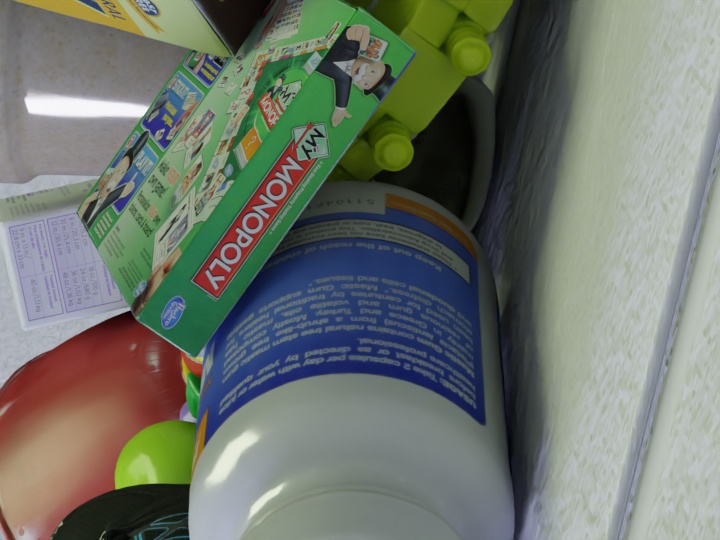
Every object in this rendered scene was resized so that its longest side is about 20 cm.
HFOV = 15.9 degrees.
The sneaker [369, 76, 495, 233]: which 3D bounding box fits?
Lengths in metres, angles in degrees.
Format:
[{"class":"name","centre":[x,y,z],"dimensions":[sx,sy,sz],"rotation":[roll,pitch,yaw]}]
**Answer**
[{"class":"sneaker","centre":[0.000,0.000,1.040],"dimensions":[0.200,0.067,0.090],"rotation":[-62,1,-27]}]

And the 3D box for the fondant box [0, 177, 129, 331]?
[{"class":"fondant box","centre":[-0.082,-0.025,1.304],"dimensions":[0.144,0.199,0.058],"rotation":[-148,45,-79]}]

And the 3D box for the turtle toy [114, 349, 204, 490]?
[{"class":"turtle toy","centre":[-0.040,0.049,1.146],"dimensions":[0.146,0.101,0.200],"rotation":[98,-169,-59]}]

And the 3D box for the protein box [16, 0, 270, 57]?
[{"class":"protein box","centre":[-0.099,-0.219,1.020],"dimensions":[0.200,0.198,0.135],"rotation":[-58,-36,-19]}]

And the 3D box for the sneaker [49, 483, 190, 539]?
[{"class":"sneaker","centre":[-0.076,0.118,0.979],"dimensions":[0.200,0.082,0.073],"rotation":[11,84,56]}]

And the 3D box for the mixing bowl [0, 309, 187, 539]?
[{"class":"mixing bowl","centre":[-0.072,0.086,1.265],"dimensions":[0.108,0.200,0.200],"rotation":[-48,25,36]}]

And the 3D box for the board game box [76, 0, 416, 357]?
[{"class":"board game box","centre":[-0.050,-0.050,0.988],"dimensions":[0.135,0.029,0.200],"rotation":[-53,17,3]}]

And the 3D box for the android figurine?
[{"class":"android figurine","centre":[0.015,-0.099,1.018],"dimensions":[0.182,0.041,0.200],"rotation":[-51,19,13]}]

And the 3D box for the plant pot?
[{"class":"plant pot","centre":[-0.088,-0.119,1.196],"dimensions":[0.200,0.183,0.201],"rotation":[10,-90,-87]}]

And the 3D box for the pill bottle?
[{"class":"pill bottle","centre":[-0.003,0.063,0.899],"dimensions":[0.200,0.112,0.112],"rotation":[-88,10,-58]}]
